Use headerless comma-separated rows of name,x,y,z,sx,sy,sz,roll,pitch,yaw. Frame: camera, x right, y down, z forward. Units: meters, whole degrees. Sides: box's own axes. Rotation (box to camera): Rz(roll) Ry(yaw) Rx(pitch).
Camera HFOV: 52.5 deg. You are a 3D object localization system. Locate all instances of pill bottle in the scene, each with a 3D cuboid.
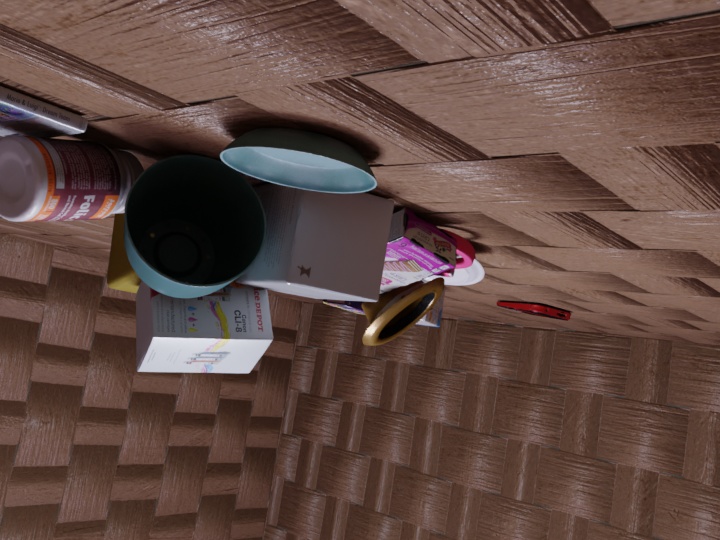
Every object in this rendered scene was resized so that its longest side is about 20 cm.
pill bottle,-0.410,-0.127,1.032,0.114,0.114,0.200,6,-172,27

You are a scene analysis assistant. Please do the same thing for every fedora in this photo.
fedora,0.070,0.061,1.419,0.082,0.201,0.201,50,-170,21

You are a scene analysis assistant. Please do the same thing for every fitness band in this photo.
fitness band,0.114,-0.038,1.368,0.200,0.037,0.144,8,157,22

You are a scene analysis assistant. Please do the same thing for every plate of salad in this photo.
plate of salad,0.156,-0.024,1.488,0.200,0.048,0.200,16,159,6

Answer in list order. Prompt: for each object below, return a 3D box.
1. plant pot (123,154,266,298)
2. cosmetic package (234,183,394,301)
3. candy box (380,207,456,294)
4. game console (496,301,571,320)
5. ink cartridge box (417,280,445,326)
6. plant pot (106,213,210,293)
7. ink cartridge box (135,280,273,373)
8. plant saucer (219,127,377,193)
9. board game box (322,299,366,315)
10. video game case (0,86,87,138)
plant pot,-0.260,-0.048,1.098,0.200,0.201,0.161,12,158,-21
cosmetic package,-0.078,-0.045,1.173,0.166,0.168,0.200,13,173,-32
candy box,0.050,-0.027,1.281,0.136,0.061,0.200,27,146,-36
game console,0.574,0.129,2.401,0.200,0.031,0.177,15,176,-39
ink cartridge box,0.164,0.093,2.194,0.125,0.129,0.200,6,173,21
plant pot,-0.309,-0.062,1.297,0.194,0.196,0.200,14,160,-38
ink cartridge box,-0.267,0.082,1.237,0.200,0.145,0.145,4,148,-27
plant saucer,-0.075,-0.140,0.922,0.200,0.036,0.200,9,174,1
board game box,0.000,0.000,1.463,0.057,0.165,0.200,7,174,21
video game case,-0.487,-0.211,0.949,0.200,0.024,0.182,4,172,42
